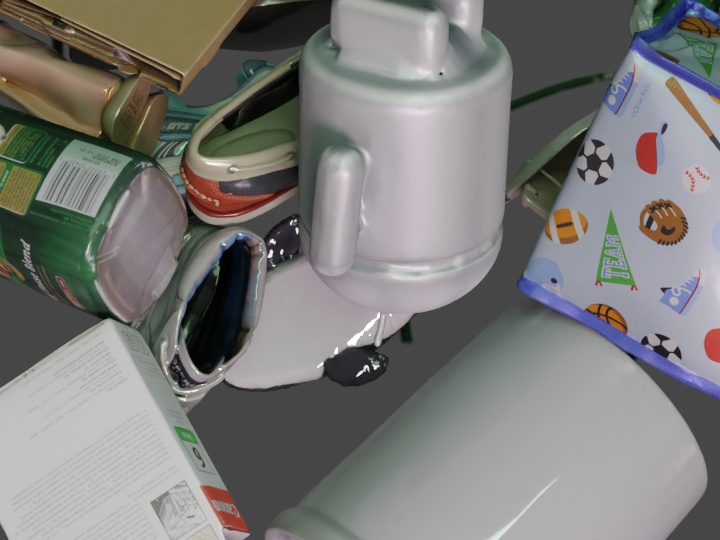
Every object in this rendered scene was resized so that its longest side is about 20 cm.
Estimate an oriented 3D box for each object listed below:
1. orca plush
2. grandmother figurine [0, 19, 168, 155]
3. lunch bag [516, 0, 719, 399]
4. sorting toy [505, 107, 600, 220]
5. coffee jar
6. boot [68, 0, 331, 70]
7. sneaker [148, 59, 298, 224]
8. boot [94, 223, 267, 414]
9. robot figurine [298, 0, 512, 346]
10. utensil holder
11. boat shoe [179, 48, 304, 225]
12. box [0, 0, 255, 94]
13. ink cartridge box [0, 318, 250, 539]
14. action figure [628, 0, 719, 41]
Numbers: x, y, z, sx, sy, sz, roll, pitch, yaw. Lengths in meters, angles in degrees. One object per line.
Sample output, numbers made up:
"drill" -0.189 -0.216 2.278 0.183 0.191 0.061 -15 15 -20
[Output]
"orca plush" 0.000 0.000 1.259 0.105 0.071 0.200 39 94 9
"grandmother figurine" -0.214 -0.125 1.224 0.199 0.121 0.061 23 74 16
"lunch bag" 0.215 -0.024 1.151 0.199 0.171 0.124 30 31 14
"sorting toy" 0.217 -0.054 1.246 0.200 0.180 0.107 39 48 -2
"coffee jar" -0.202 -0.045 1.181 0.199 0.104 0.086 21 72 21
"boot" -0.080 -0.174 1.284 0.199 0.074 0.076 -5 70 -10
"sneaker" -0.037 -0.090 1.269 0.199 0.078 0.087 -11 77 -13
"boot" -0.120 0.061 1.202 0.073 0.095 0.201 29 73 -27
"robot figurine" 0.023 -0.061 1.137 0.113 0.201 0.169 19 35 27
"utensil holder" 0.072 0.139 1.196 0.170 0.170 0.200 46 72 1
"boat shoe" -0.017 -0.099 1.209 0.200 0.063 0.071 -33 66 -18
"box" -0.131 -0.194 1.236 0.163 0.021 0.200 25 46 8
"ink cartridge box" -0.124 0.139 1.135 0.109 0.050 0.201 -33 74 7
"action figure" 0.215 -0.202 1.354 0.118 0.055 0.201 15 80 -10
